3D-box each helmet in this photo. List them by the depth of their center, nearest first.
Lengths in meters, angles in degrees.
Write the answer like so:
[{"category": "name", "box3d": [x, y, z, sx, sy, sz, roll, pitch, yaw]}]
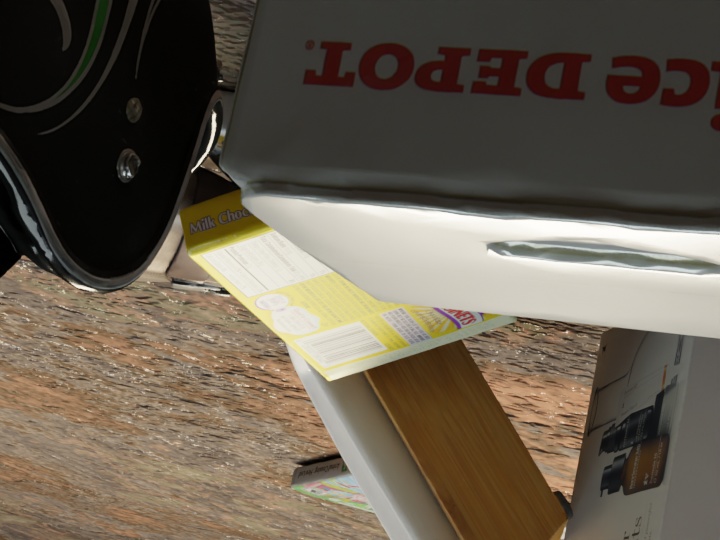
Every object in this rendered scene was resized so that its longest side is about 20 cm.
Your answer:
[{"category": "helmet", "box3d": [-0.139, -0.071, 0.701, 0.199, 0.191, 0.201, 7, 129, 9]}]

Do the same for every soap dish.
[{"category": "soap dish", "box3d": [0.035, 0.090, 1.186, 0.081, 0.201, 0.157, -29, 165, -6]}]

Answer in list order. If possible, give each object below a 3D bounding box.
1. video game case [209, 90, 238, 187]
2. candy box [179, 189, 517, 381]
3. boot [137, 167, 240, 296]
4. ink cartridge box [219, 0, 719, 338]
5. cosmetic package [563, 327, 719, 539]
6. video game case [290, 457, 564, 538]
[{"category": "video game case", "box3d": [0.038, -0.032, 1.025, 0.199, 0.023, 0.182, 9, 165, 19]}, {"category": "candy box", "box3d": [0.000, 0.000, 1.006, 0.102, 0.027, 0.200, -20, 157, 10]}, {"category": "boot", "box3d": [-0.111, -0.040, 1.006, 0.145, 0.071, 0.200, 18, 172, 4]}, {"category": "ink cartridge box", "box3d": [0.069, -0.090, 0.428, 0.146, 0.201, 0.083, 6, 164, 24]}, {"category": "cosmetic package", "box3d": [0.151, 0.118, 1.129, 0.051, 0.201, 0.151, 14, 165, -9]}, {"category": "video game case", "box3d": [0.064, 0.190, 1.820, 0.199, 0.022, 0.182, 18, 164, -19]}]
